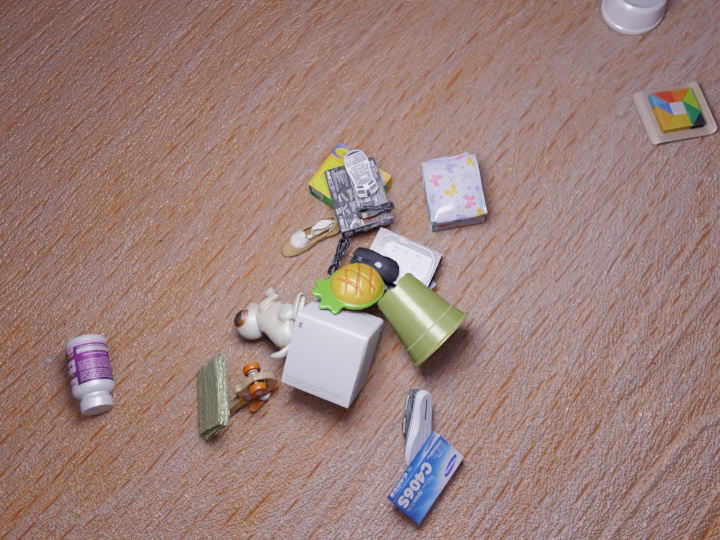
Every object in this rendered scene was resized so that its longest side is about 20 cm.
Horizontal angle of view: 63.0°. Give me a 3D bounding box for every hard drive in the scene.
[{"bbox_3d":[0.116,-0.022,1.655,0.197,0.038,0.141,24,74,15],"label":"hard drive"}]

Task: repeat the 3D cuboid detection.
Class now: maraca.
[{"bbox_3d":[-0.030,0.048,1.534,0.197,0.108,0.138,-18,52,-24],"label":"maraca"}]

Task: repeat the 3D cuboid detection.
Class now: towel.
[{"bbox_3d":[-0.392,0.337,1.571,0.036,0.148,0.204,9,59,-37],"label":"towel"}]

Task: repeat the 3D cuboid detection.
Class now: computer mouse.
[{"bbox_3d":[0.014,-0.244,1.655,0.108,0.044,0.203,-20,78,0],"label":"computer mouse"},{"bbox_3d":[0.000,0.000,1.619,0.197,0.046,0.142,26,85,16],"label":"computer mouse"}]

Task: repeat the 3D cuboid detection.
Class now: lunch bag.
[{"bbox_3d":[0.270,-0.232,1.712,0.166,0.127,0.204,-10,79,4],"label":"lunch bag"}]

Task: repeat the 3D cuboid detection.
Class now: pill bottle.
[{"bbox_3d":[-0.745,0.289,1.626,0.110,0.113,0.203,-20,69,-2],"label":"pill bottle"}]

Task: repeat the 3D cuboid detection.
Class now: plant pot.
[{"bbox_3d":[0.146,0.115,1.539,0.200,0.200,0.190,-44,84,-11],"label":"plant pot"}]

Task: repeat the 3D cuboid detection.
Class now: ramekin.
[{"bbox_3d":[0.890,-0.872,1.897,0.198,0.094,0.207,-2,70,5],"label":"ramekin"}]

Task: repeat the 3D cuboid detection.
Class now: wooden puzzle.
[{"bbox_3d":[0.954,-0.482,1.781,0.196,0.037,0.189,-11,70,1],"label":"wooden puzzle"}]

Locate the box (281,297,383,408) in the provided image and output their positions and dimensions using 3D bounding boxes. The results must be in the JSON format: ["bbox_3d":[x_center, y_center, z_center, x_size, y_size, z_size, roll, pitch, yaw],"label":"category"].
[{"bbox_3d":[-0.071,0.206,1.524,0.195,0.171,0.204,19,104,12],"label":"box"}]

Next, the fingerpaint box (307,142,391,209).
[{"bbox_3d":[-0.030,-0.258,1.775,0.198,0.074,0.168,33,77,13],"label":"fingerpaint box"}]

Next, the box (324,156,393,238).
[{"bbox_3d":[-0.006,-0.212,1.693,0.155,0.050,0.204,-16,72,-2],"label":"box"}]

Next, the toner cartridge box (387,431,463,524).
[{"bbox_3d":[0.164,0.518,1.473,0.095,0.043,0.201,41,77,-14],"label":"toner cartridge box"}]

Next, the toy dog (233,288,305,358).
[{"bbox_3d":[-0.247,0.150,1.623,0.196,0.140,0.197,5,66,20],"label":"toy dog"}]

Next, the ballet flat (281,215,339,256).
[{"bbox_3d":[-0.150,-0.109,1.739,0.197,0.063,0.069,-29,69,-5],"label":"ballet flat"}]

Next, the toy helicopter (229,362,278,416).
[{"bbox_3d":[-0.302,0.336,1.578,0.199,0.132,0.080,-39,56,16],"label":"toy helicopter"}]

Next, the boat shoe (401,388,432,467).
[{"bbox_3d":[0.141,0.407,1.524,0.070,0.071,0.204,7,86,53],"label":"boat shoe"}]

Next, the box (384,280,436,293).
[{"bbox_3d":[0.108,0.014,1.682,0.119,0.042,0.200,-41,74,-9],"label":"box"}]
